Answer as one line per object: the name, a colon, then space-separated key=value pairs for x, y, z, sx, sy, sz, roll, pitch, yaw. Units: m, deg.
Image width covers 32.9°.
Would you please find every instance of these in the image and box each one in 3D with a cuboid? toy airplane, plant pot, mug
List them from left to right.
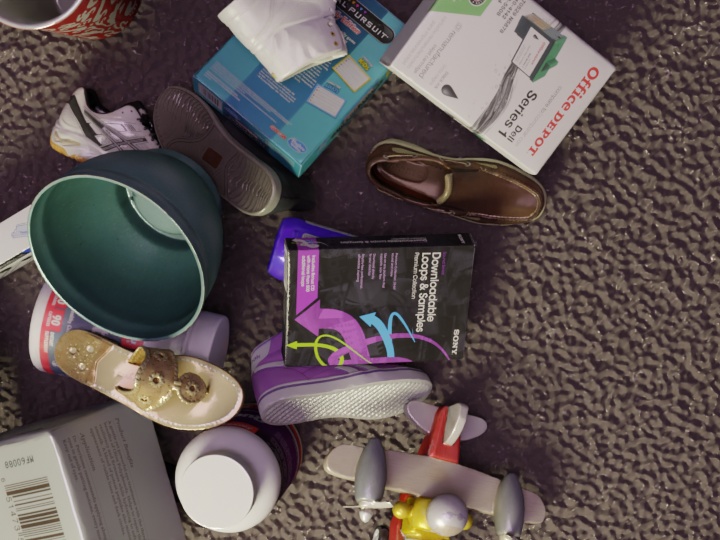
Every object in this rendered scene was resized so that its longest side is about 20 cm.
mug: x=-0.335 y=-0.322 z=1.305 sx=0.177 sy=0.200 sz=0.134 roll=25 pitch=97 yaw=6
plant pot: x=-0.225 y=-0.046 z=1.272 sx=0.200 sy=0.134 sz=0.200 roll=12 pitch=129 yaw=15
toy airplane: x=0.085 y=0.238 z=1.320 sx=0.200 sy=0.141 sz=0.199 roll=-28 pitch=101 yaw=-9

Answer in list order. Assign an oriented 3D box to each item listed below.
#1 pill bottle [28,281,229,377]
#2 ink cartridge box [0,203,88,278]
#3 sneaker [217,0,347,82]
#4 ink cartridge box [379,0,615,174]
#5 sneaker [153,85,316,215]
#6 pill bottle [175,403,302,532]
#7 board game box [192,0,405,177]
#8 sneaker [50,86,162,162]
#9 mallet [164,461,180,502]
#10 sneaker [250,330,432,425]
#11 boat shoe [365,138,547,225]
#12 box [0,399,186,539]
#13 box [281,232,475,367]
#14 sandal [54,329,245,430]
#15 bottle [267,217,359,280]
pill bottle: x=-0.255 y=0.074 z=1.364 sx=0.200 sy=0.120 sz=0.120 roll=11 pitch=95 yaw=6
ink cartridge box: x=-0.386 y=-0.035 z=1.385 sx=0.200 sy=0.094 sz=0.044 roll=-29 pitch=90 yaw=8
sneaker: x=-0.041 y=-0.281 z=1.284 sx=0.200 sy=0.074 sz=0.116 roll=-42 pitch=99 yaw=-17
ink cartridge box: x=0.144 y=-0.217 z=1.282 sx=0.200 sy=0.084 sz=0.146 roll=34 pitch=98 yaw=-14
sneaker: x=-0.142 y=-0.125 z=1.356 sx=0.200 sy=0.106 sz=0.075 roll=45 pitch=107 yaw=21
pill bottle: x=-0.132 y=0.214 z=1.316 sx=0.112 sy=0.200 sz=0.113 roll=0 pitch=94 yaw=7
board game box: x=-0.059 y=-0.224 z=1.321 sx=0.151 sy=0.047 sz=0.200 roll=40 pitch=76 yaw=3
sneaker: x=-0.250 y=-0.143 z=1.369 sx=0.200 sy=0.076 sz=0.088 roll=24 pitch=97 yaw=4
mallet: x=-0.263 y=0.310 z=1.425 sx=0.066 sy=0.041 sz=0.200 roll=26 pitch=101 yaw=5
sneaker: x=-0.024 y=0.105 z=1.361 sx=0.200 sy=0.114 sz=0.073 roll=0 pitch=136 yaw=-19
boat shoe: x=0.100 y=-0.087 z=1.324 sx=0.202 sy=0.075 sz=0.075 roll=13 pitch=109 yaw=9
box: x=-0.330 y=0.263 z=1.337 sx=0.200 sy=0.171 sz=0.199 roll=-15 pitch=92 yaw=28
box: x=0.018 y=0.032 z=1.294 sx=0.200 sy=0.036 sz=0.143 roll=-3 pitch=118 yaw=-10
sandal: x=-0.228 y=0.111 z=1.253 sx=0.211 sy=0.070 sz=0.078 roll=18 pitch=86 yaw=13
bottle: x=0.000 y=0.000 z=1.343 sx=0.200 sy=0.084 sz=0.065 roll=17 pitch=71 yaw=-7
